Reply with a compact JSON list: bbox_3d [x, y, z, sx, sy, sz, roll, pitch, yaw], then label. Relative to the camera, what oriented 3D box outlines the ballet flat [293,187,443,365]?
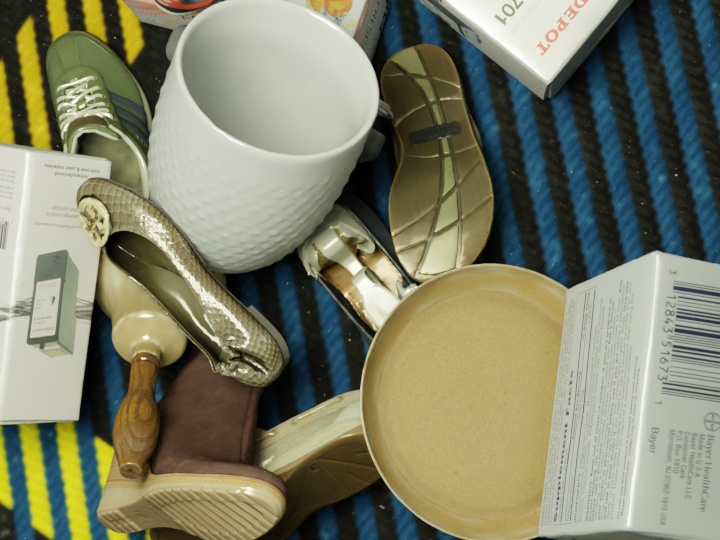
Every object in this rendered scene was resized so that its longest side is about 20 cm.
[{"bbox_3d":[0.000,0.000,1.664,0.073,0.073,0.200,-38,73,3],"label":"ballet flat"}]

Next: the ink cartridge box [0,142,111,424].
[{"bbox_3d":[-0.274,0.005,1.672,0.145,0.084,0.201,11,94,42],"label":"ink cartridge box"}]

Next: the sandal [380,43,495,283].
[{"bbox_3d":[0.057,-0.077,1.680,0.080,0.054,0.200,-10,61,4],"label":"sandal"}]

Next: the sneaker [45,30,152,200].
[{"bbox_3d":[-0.199,-0.107,1.720,0.067,0.090,0.201,-25,74,7],"label":"sneaker"}]

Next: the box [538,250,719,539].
[{"bbox_3d":[0.205,0.098,1.517,0.105,0.200,0.184,10,80,-11],"label":"box"}]

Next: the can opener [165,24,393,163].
[{"bbox_3d":[-0.065,-0.132,1.694,0.200,0.053,0.067,17,83,30],"label":"can opener"}]

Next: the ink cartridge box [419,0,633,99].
[{"bbox_3d":[0.108,-0.247,1.663,0.200,0.086,0.147,39,89,6],"label":"ink cartridge box"}]

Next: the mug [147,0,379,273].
[{"bbox_3d":[-0.086,-0.105,1.617,0.147,0.175,0.200,-1,55,-20],"label":"mug"}]

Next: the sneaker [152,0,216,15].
[{"bbox_3d":[-0.073,-0.258,1.647,0.200,0.085,0.075,-41,98,1],"label":"sneaker"}]

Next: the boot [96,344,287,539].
[{"bbox_3d":[-0.098,0.111,1.599,0.200,0.072,0.167,-8,44,47],"label":"boot"}]

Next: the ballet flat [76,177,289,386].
[{"bbox_3d":[-0.134,0.011,1.590,0.200,0.067,0.046,44,57,7],"label":"ballet flat"}]

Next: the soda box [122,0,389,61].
[{"bbox_3d":[-0.084,-0.209,1.727,0.200,0.068,0.064,16,81,16],"label":"soda box"}]

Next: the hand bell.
[{"bbox_3d":[-0.156,0.075,1.615,0.104,0.104,0.200,-10,40,11],"label":"hand bell"}]

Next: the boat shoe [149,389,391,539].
[{"bbox_3d":[-0.068,0.152,1.654,0.200,0.072,0.065,-29,37,17],"label":"boat shoe"}]

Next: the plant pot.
[{"bbox_3d":[0.094,0.096,1.609,0.199,0.027,0.201,2,82,-12],"label":"plant pot"}]
